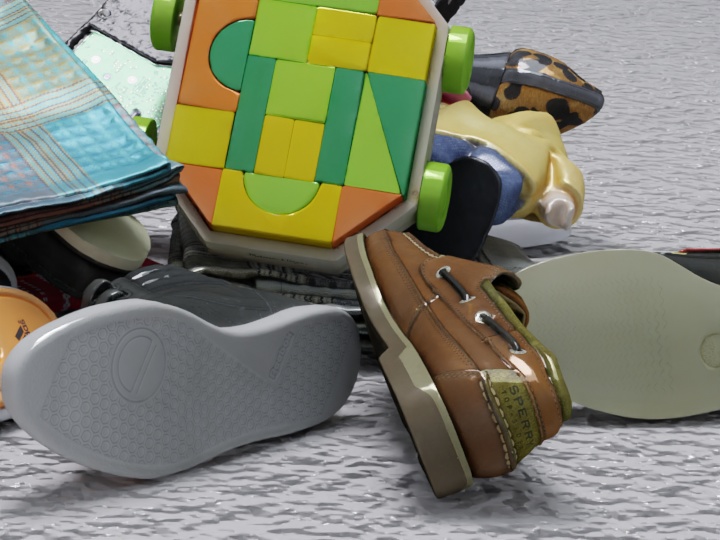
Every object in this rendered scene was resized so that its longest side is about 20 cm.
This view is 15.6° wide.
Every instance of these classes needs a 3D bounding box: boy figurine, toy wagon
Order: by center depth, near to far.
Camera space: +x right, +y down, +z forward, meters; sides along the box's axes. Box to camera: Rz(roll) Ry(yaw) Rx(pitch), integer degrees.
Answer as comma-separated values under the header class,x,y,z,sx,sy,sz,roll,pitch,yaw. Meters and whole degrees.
class,x,y,z,sx,sy,sz,roll,pitch,yaw
toy wagon,-0.025,-0.101,1.247,0.155,0.201,0.040,9,-15,7
boy figurine,0.057,-0.050,1.350,0.124,0.065,0.200,20,12,13

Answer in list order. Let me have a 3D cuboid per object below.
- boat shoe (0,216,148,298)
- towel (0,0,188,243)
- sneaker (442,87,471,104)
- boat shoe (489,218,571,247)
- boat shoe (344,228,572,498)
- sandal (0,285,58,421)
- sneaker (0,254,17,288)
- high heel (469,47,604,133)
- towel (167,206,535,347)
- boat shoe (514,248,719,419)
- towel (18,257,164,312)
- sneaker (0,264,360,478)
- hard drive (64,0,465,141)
class,x,y,z,sx,sy,sz,roll,pitch,yaw
boat shoe,-0.158,-0.023,1.248,0.074,0.063,0.201,27,5,-32
towel,-0.187,-0.075,1.198,0.146,0.022,0.200,-15,41,-28
sneaker,-0.008,-0.075,1.400,0.095,0.079,0.200,39,41,11
boat shoe,0.022,-0.053,1.498,0.199,0.067,0.070,6,14,15
boat shoe,0.041,0.032,1.101,0.068,0.072,0.200,-22,27,-1
sandal,-0.169,0.027,1.057,0.059,0.079,0.207,-35,-7,28
sneaker,-0.223,0.038,1.108,0.199,0.072,0.083,-10,41,-39
high heel,0.097,-0.077,1.550,0.142,0.072,0.200,11,-13,26
towel,0.000,0.000,1.299,0.192,0.035,0.200,8,13,-7
boat shoe,0.149,0.027,1.179,0.200,0.074,0.063,0,2,-13
towel,-0.207,0.004,1.307,0.199,0.023,0.144,-10,20,-36
sneaker,-0.097,0.039,1.087,0.099,0.071,0.200,10,9,36
hard drive,-0.052,-0.116,1.331,0.139,0.038,0.200,29,56,15
